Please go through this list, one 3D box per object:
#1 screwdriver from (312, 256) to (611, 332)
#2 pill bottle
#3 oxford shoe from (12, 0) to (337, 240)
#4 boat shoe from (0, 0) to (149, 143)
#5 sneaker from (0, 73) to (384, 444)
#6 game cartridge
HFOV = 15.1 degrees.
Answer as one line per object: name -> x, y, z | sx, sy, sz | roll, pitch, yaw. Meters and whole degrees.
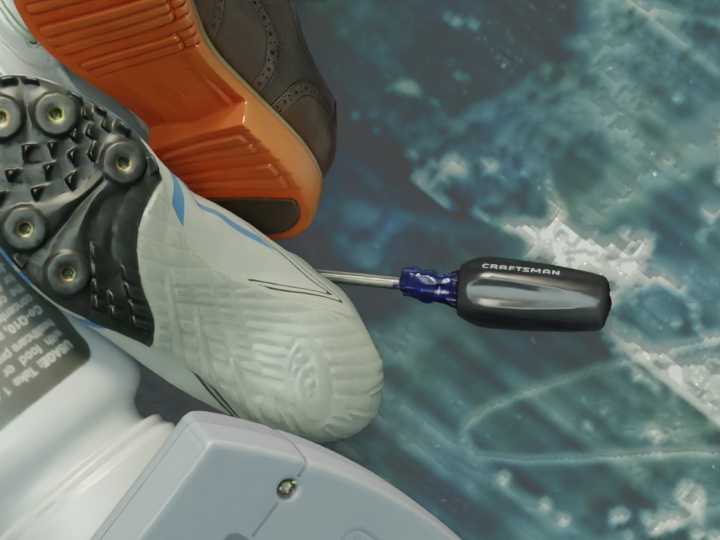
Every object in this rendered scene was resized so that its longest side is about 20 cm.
screwdriver -> 0.000, 0.000, 1.074 | 0.200, 0.028, 0.029 | 10, 60, 7
pill bottle -> -0.157, 0.034, 1.034 | 0.114, 0.114, 0.200 | -40, 88, 2
oxford shoe -> -0.072, -0.102, 1.015 | 0.071, 0.200, 0.073 | -6, 45, 32
boat shoe -> -0.133, -0.102, 1.035 | 0.067, 0.074, 0.200 | -43, 106, 12
sneaker -> -0.076, -0.002, 1.022 | 0.200, 0.072, 0.072 | 39, 84, -24
game cartridge -> -0.023, 0.138, 1.016 | 0.200, 0.040, 0.133 | 37, 95, -36
